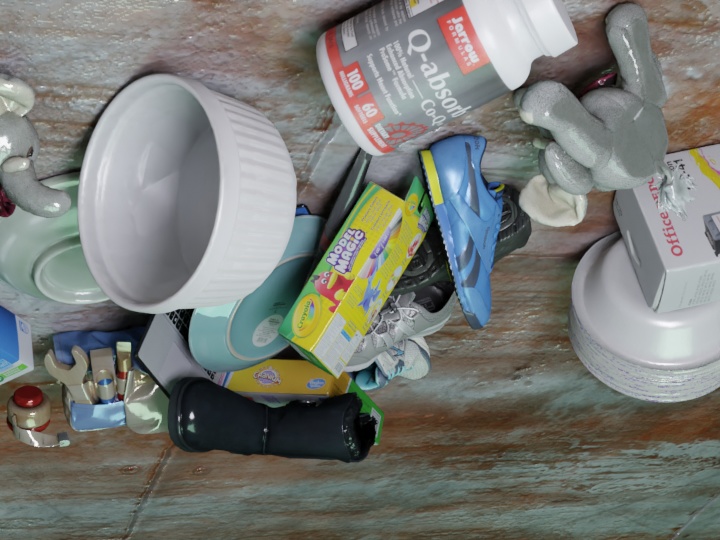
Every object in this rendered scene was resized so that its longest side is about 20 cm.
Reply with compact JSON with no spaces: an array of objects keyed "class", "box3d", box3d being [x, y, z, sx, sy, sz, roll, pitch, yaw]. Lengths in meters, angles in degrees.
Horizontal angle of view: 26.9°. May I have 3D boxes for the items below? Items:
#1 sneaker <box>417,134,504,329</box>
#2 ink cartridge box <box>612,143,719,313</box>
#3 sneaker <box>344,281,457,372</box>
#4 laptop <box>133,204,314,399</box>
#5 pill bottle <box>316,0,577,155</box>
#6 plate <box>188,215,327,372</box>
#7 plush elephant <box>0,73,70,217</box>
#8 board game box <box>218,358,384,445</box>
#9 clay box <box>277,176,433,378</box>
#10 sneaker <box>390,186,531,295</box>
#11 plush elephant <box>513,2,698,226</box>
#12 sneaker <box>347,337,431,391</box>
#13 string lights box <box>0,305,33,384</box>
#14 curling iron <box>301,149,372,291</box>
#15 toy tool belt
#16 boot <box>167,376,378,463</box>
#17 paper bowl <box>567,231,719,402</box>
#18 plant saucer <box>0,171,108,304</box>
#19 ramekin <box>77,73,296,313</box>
[{"class":"sneaker","box3d":[0.115,-0.037,1.486,0.077,0.066,0.202,-15,112,-1]},{"class":"ink cartridge box","box3d":[0.382,-0.053,1.573,0.197,0.149,0.086,-11,147,-8]},{"class":"sneaker","box3d":[0.027,0.043,1.617,0.199,0.075,0.082,-24,161,-38]},{"class":"laptop","box3d":[-0.118,0.052,1.560,0.115,0.202,0.188,13,156,22]},{"class":"pill bottle","box3d":[0.072,-0.188,1.259,0.198,0.117,0.116,-26,147,16]},{"class":"plate","box3d":[-0.088,0.032,1.540,0.199,0.026,0.201,-33,147,-25]},{"class":"plush elephant","box3d":[-0.317,-0.068,1.245,0.154,0.201,0.165,-32,166,-15]},{"class":"board game box","box3d":[-0.092,0.148,1.706,0.197,0.041,0.153,1,153,24]},{"class":"clay box","box3d":[0.000,0.000,1.494,0.201,0.047,0.115,-59,161,-9]},{"class":"sneaker","box3d":[0.092,-0.015,1.584,0.198,0.077,0.091,-19,155,9]},{"class":"plush elephant","box3d":[0.209,-0.128,1.402,0.200,0.165,0.154,50,156,-23]},{"class":"sneaker","box3d":[0.013,0.105,1.719,0.077,0.087,0.199,-33,144,28]},{"class":"string lights box","box3d":[-0.423,0.056,1.481,0.102,0.060,0.200,-24,147,16]},{"class":"curling iron","box3d":[-0.024,-0.037,1.496,0.049,0.025,0.202,-29,144,-50]},{"class":"toy tool belt","box3d":[-0.276,0.100,1.585,0.197,0.125,0.124,-6,120,-16]},{"class":"boot","box3d":[-0.085,0.153,1.544,0.166,0.078,0.200,-3,165,22]},{"class":"paper bowl","box3d":[0.326,0.034,1.634,0.198,0.202,0.105,-11,142,-6]},{"class":"plant saucer","box3d":[-0.264,-0.017,1.447,0.197,0.051,0.201,-11,148,-7]},{"class":"ramekin","box3d":[-0.145,-0.062,1.296,0.104,0.202,0.200,6,144,-47]}]
